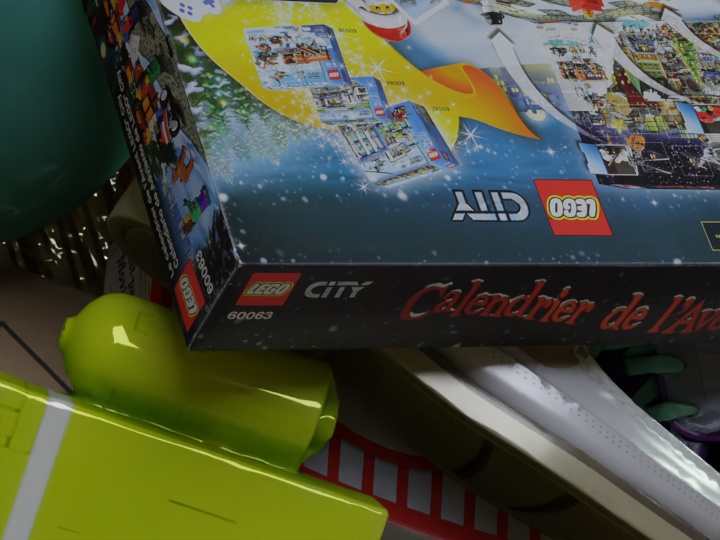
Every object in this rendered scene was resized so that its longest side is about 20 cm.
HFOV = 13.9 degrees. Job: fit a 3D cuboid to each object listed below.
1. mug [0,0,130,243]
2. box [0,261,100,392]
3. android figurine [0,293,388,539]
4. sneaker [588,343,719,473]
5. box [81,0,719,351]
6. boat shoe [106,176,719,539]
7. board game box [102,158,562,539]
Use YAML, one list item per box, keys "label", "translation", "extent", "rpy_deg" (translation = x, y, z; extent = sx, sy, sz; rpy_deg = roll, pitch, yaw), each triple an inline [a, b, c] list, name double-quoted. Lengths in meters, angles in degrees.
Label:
- label: "mug"
  translation: [-0.124, -0.093, 0.862]
  extent: [0.114, 0.152, 0.185]
  rpy_deg: [24, 23, -41]
- label: "box"
  translation: [-0.127, 0.061, 0.840]
  extent: [0.200, 0.021, 0.164]
  rpy_deg: [20, 52, -2]
- label: "android figurine"
  translation: [-0.072, 0.098, 0.764]
  extent: [0.200, 0.041, 0.182]
  rpy_deg: [17, 90, -6]
- label: "sneaker"
  translation: [0.081, 0.011, 0.855]
  extent: [0.200, 0.074, 0.088]
  rpy_deg: [34, 51, -16]
- label: "box"
  translation: [0.033, -0.045, 0.781]
  extent: [0.200, 0.038, 0.137]
  rpy_deg: [0, 54, -28]
- label: "boat shoe"
  translation: [0.032, 0.014, 0.804]
  extent: [0.200, 0.075, 0.068]
  rpy_deg: [35, 73, -11]
- label: "board game box"
  translation: [0.000, 0.000, 0.886]
  extent: [0.151, 0.046, 0.200]
  rpy_deg: [21, 51, -24]
